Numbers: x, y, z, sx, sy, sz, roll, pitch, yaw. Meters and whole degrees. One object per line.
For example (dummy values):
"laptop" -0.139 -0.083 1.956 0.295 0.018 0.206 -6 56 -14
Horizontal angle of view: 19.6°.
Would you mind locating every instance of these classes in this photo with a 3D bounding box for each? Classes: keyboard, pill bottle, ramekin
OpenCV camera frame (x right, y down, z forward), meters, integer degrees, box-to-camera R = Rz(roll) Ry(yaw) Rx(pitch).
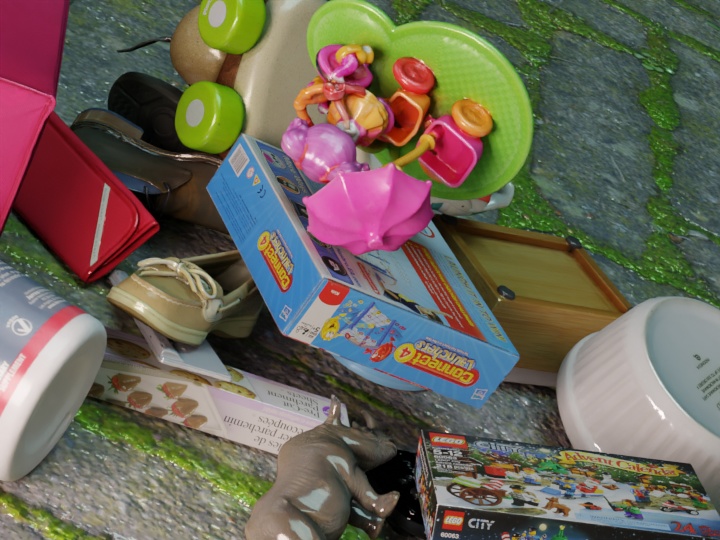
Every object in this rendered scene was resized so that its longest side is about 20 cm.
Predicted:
"keyboard" -0.142 0.039 1.531 0.056 0.011 0.200 24 9 -23
"pill bottle" -0.276 0.036 1.337 0.199 0.120 0.120 30 25 9
"ramekin" 0.265 0.111 1.689 0.202 0.094 0.203 23 40 -20

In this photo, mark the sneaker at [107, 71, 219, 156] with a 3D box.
"sneaker" -0.126 -0.113 1.820 0.199 0.076 0.114 29 23 -2

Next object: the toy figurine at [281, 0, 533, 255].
"toy figurine" 0.007 -0.095 1.531 0.200 0.150 0.184 38 39 3

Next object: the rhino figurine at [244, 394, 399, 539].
"rhino figurine" -0.020 0.150 1.414 0.087 0.060 0.200 27 35 0

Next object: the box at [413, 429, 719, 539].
"box" 0.140 0.161 1.422 0.199 0.038 0.137 7 17 -6

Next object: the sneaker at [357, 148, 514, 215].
"sneaker" 0.059 -0.087 1.714 0.093 0.071 0.200 13 -3 30

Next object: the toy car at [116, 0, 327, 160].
"toy car" -0.111 -0.161 1.727 0.164 0.159 0.199 12 1 -43

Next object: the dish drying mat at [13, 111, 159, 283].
"dish drying mat" -0.243 -0.072 1.639 0.200 0.077 0.018 44 -10 31

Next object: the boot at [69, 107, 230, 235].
"boot" -0.162 -0.053 1.694 0.199 0.075 0.097 24 39 3

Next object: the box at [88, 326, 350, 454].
"box" -0.105 0.091 1.490 0.199 0.039 0.042 19 26 -16

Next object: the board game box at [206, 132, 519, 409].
"board game box" 0.000 0.000 1.590 0.195 0.056 0.200 23 23 -35

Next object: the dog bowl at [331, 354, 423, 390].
"dog bowl" 0.000 0.018 1.718 0.111 0.050 0.200 2 35 -42

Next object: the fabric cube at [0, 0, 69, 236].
"fabric cube" -0.331 -0.117 1.484 0.199 0.197 0.200 20 26 -16

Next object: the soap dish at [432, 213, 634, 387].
"soap dish" 0.139 0.027 1.799 0.199 0.081 0.158 10 30 -35

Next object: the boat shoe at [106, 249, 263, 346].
"boat shoe" -0.119 0.012 1.511 0.073 0.063 0.200 30 8 20

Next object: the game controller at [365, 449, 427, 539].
"game controller" 0.097 0.173 1.529 0.199 0.042 0.104 14 28 -28
